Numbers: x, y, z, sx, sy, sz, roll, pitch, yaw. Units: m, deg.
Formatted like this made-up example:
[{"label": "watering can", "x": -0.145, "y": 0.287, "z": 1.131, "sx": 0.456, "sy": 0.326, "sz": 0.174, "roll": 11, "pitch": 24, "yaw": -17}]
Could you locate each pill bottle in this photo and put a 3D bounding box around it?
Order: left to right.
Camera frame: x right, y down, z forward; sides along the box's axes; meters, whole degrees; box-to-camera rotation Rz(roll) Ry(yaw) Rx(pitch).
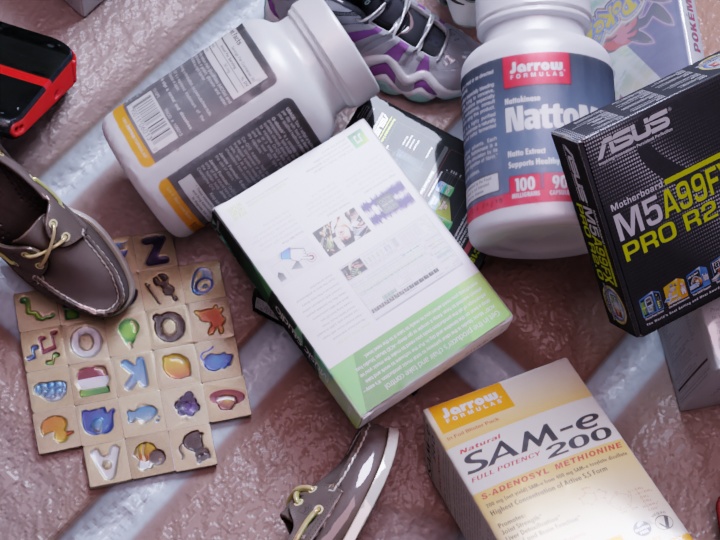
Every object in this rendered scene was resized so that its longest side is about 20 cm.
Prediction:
[{"label": "pill bottle", "x": -0.092, "y": -0.124, "z": 1.314, "sx": 0.200, "sy": 0.116, "sz": 0.117, "roll": -33, "pitch": 74, "yaw": 1}, {"label": "pill bottle", "x": 0.137, "y": -0.118, "z": 1.287, "sx": 0.119, "sy": 0.120, "sz": 0.201, "roll": -1, "pitch": 76, "yaw": -6}]

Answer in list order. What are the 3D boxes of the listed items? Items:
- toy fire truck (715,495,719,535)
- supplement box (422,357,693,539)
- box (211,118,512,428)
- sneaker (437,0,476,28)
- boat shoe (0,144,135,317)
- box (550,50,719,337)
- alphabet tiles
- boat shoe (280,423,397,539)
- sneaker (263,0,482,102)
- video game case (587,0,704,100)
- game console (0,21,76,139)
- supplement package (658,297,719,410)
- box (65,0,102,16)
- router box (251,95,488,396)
[{"label": "toy fire truck", "x": 0.358, "y": 0.253, "z": 1.249, "sx": 0.167, "sy": 0.112, "sz": 0.201, "roll": -10, "pitch": 67, "yaw": 16}, {"label": "supplement box", "x": 0.141, "y": 0.170, "z": 1.226, "sx": 0.126, "sy": 0.074, "sz": 0.200, "roll": -19, "pitch": 45, "yaw": -13}, {"label": "box", "x": 0.000, "y": 0.000, "z": 1.275, "sx": 0.144, "sy": 0.036, "sz": 0.200, "roll": -32, "pitch": 74, "yaw": -16}, {"label": "sneaker", "x": 0.089, "y": -0.259, "z": 1.413, "sx": 0.074, "sy": 0.089, "sz": 0.200, "roll": 7, "pitch": 25, "yaw": 4}, {"label": "boat shoe", "x": -0.253, "y": -0.035, "z": 1.279, "sx": 0.072, "sy": 0.060, "sz": 0.200, "roll": -43, "pitch": 101, "yaw": 3}, {"label": "box", "x": 0.252, "y": -0.066, "z": 1.217, "sx": 0.199, "sy": 0.044, "sz": 0.161, "roll": -25, "pitch": 112, "yaw": -14}, {"label": "alphabet tiles", "x": -0.179, "y": 0.066, "z": 1.314, "sx": 0.166, "sy": 0.006, "sz": 0.201, "roll": -10, "pitch": 69, "yaw": -10}, {"label": "boat shoe", "x": -0.034, "y": 0.196, "z": 1.238, "sx": 0.059, "sy": 0.072, "sz": 0.201, "roll": 26, "pitch": 72, "yaw": 1}, {"label": "sneaker", "x": 0.017, "y": -0.212, "z": 1.371, "sx": 0.199, "sy": 0.140, "sz": 0.078, "roll": 15, "pitch": 67, "yaw": 1}, {"label": "video game case", "x": 0.193, "y": -0.146, "z": 1.342, "sx": 0.023, "sy": 0.200, "sz": 0.183, "roll": 11, "pitch": 63, "yaw": -36}, {"label": "game console", "x": -0.336, "y": -0.164, "z": 1.324, "sx": 0.199, "sy": 0.031, "sz": 0.177, "roll": 17, "pitch": 29, "yaw": 2}, {"label": "supplement package", "x": 0.292, "y": -0.007, "z": 1.330, "sx": 0.109, "sy": 0.114, "sz": 0.201, "roll": -9, "pitch": 71, "yaw": -9}, {"label": "box", "x": -0.260, "y": -0.337, "z": 1.418, "sx": 0.200, "sy": 0.098, "sz": 0.124, "roll": 44, "pitch": 71, "yaw": 11}, {"label": "router box", "x": 0.025, "y": -0.023, "z": 1.339, "sx": 0.149, "sy": 0.062, "sz": 0.200, "roll": 27, "pitch": 68, "yaw": 6}]
